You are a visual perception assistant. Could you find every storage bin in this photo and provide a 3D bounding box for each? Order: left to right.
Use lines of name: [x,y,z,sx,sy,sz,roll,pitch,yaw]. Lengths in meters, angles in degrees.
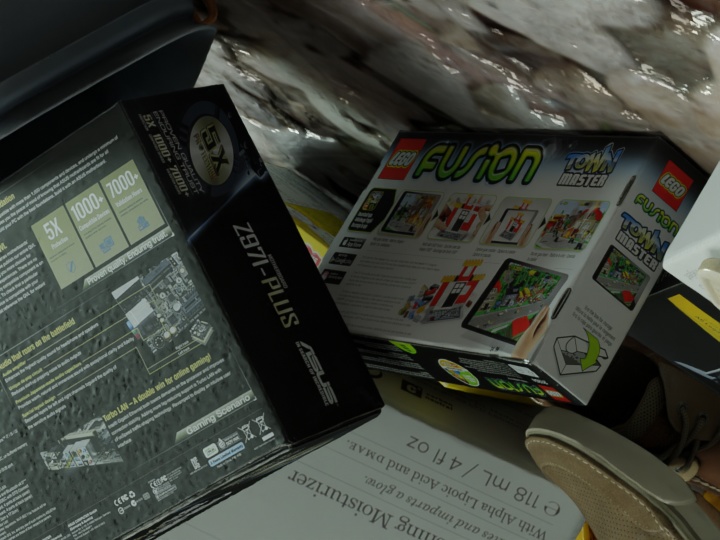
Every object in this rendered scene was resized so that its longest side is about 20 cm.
storage bin: [-0.150,-0.117,1.193,0.135,0.145,0.200,59,166,4]

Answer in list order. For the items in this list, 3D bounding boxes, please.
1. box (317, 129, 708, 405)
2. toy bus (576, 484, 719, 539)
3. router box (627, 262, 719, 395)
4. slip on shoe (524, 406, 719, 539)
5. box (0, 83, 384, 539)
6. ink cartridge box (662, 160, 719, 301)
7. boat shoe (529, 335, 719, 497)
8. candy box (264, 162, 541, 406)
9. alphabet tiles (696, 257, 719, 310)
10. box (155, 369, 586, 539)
box: [0.054,-0.006,1.155,0.035,0.110,0.200,38,165,-27]
toy bus: [0.168,0.131,1.381,0.192,0.136,0.200,43,169,23]
router box: [0.213,0.041,1.095,0.200,0.052,0.157,33,165,-8]
slip on shoe: [0.140,0.135,1.176,0.200,0.061,0.076,39,173,23]
box: [-0.117,0.038,1.184,0.086,0.200,0.164,-17,-103,-60]
ink cartridge box: [0.222,0.008,0.903,0.200,0.084,0.145,33,166,-5]
boat shoe: [0.138,0.064,1.239,0.200,0.076,0.072,30,-150,1]
candy box: [0.000,0.000,1.313,0.200,0.026,0.102,36,-170,31]
alphabet tiles: [0.206,0.056,0.896,0.195,0.015,0.200,22,162,32]
box: [0.002,0.089,1.338,0.199,0.131,0.200,25,-163,-4]
